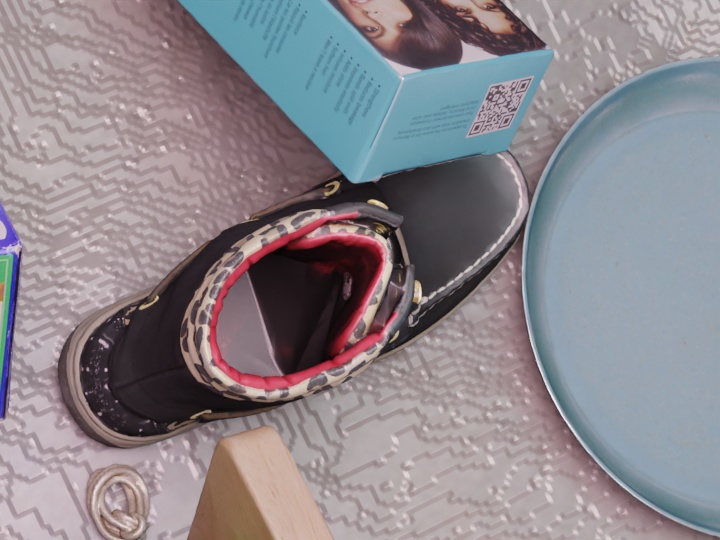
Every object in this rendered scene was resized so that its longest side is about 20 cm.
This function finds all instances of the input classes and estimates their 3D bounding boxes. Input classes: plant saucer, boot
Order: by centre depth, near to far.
[{"bbox_3d":[0.000,0.002,1.059,0.203,0.154,0.074,-27,93,-22],"label":"boot"},{"bbox_3d":[0.153,0.013,1.183,0.200,0.027,0.201,4,76,-18],"label":"plant saucer"}]

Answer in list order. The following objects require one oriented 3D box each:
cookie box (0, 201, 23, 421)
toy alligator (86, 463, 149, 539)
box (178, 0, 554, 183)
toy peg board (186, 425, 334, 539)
[{"bbox_3d":[-0.232,-0.015,0.973,0.199,0.171,0.075,-5,123,-21],"label":"cookie box"},{"bbox_3d":[-0.042,0.156,1.062,0.059,0.054,0.200,-28,88,-24],"label":"toy alligator"},{"bbox_3d":[-0.026,-0.118,1.077,0.082,0.049,0.200,-13,50,-43],"label":"box"},{"bbox_3d":[-0.046,0.191,0.910,0.098,0.199,0.200,-16,61,-24],"label":"toy peg board"}]
